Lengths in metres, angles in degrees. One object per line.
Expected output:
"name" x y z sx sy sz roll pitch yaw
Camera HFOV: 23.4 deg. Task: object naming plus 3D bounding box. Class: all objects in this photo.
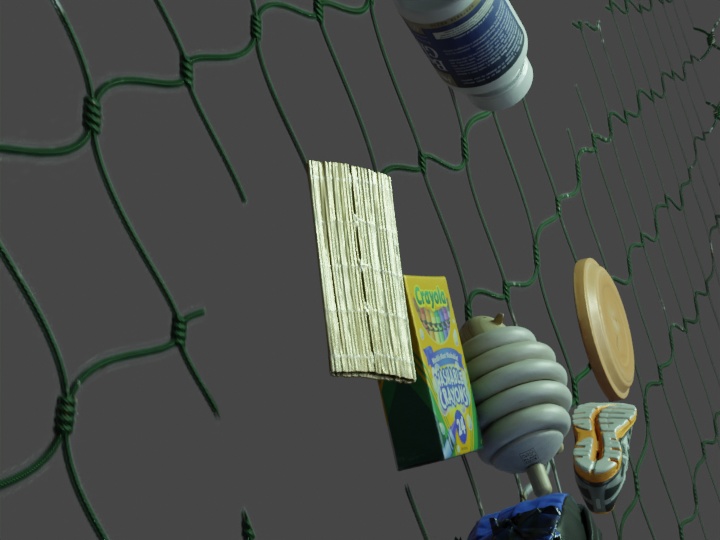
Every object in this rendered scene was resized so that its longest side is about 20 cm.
"sneaker" 0.296 0.223 2.132 0.200 0.078 0.078 -55 141 -61
"pill bottle" 0.122 -0.268 1.945 0.200 0.110 0.112 50 31 -49
"toy sheep" 0.147 0.131 1.704 0.138 0.137 0.201 36 24 -60
"sushi mat" 0.000 0.000 1.511 0.095 0.012 0.201 10 63 -35
"plant saucer" 0.340 0.080 2.402 0.200 0.032 0.202 -15 90 -70
"crayon box" 0.053 0.076 1.600 0.126 0.051 0.201 2 74 -70
"backpack" 0.142 0.284 1.520 0.200 0.167 0.164 -41 117 -73
